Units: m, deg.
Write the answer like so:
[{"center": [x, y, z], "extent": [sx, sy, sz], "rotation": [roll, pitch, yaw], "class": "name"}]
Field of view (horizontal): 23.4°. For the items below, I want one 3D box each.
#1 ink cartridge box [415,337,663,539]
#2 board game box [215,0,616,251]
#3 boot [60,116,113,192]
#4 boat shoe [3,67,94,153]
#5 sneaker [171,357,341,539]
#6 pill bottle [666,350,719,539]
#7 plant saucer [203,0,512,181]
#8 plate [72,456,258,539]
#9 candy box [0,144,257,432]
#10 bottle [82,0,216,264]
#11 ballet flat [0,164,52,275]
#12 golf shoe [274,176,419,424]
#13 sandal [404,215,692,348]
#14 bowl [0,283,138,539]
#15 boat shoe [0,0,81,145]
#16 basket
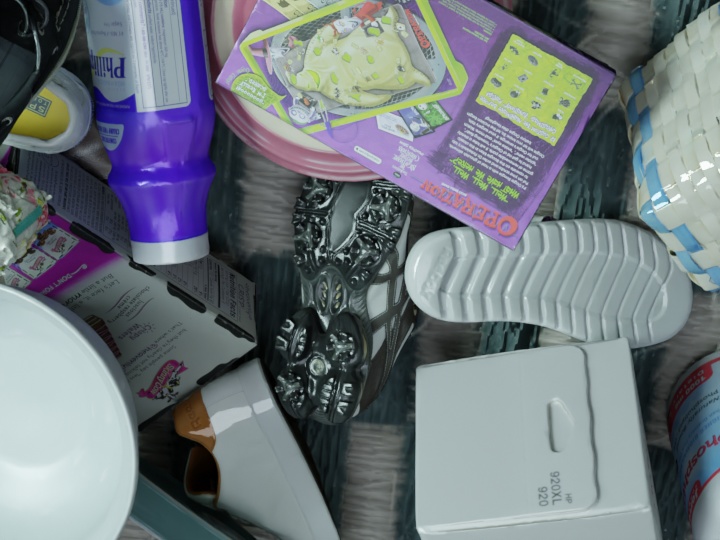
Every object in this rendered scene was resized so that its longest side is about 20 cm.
[{"center": [0.122, 0.168, 1.133], "extent": [0.144, 0.147, 0.200], "rotation": [-9, 132, 8], "class": "ink cartridge box"}, {"center": [0.031, -0.111, 0.995], "extent": [0.200, 0.032, 0.120], "rotation": [30, 103, 0], "class": "board game box"}, {"center": [-0.249, -0.087, 1.088], "extent": [0.199, 0.064, 0.187], "rotation": [-8, 130, 10], "class": "boot"}, {"center": [-0.251, -0.113, 0.978], "extent": [0.202, 0.086, 0.075], "rotation": [23, 95, -7], "class": "boat shoe"}, {"center": [-0.071, 0.145, 1.179], "extent": [0.084, 0.073, 0.200], "rotation": [-24, 128, -1], "class": "sneaker"}, {"center": [0.260, 0.140, 1.108], "extent": [0.108, 0.200, 0.109], "rotation": [1, 117, 2], "class": "pill bottle"}, {"center": [-0.010, -0.148, 1.031], "extent": [0.200, 0.051, 0.201], "rotation": [2, 105, 6], "class": "plant saucer"}, {"center": [-0.115, 0.165, 1.154], "extent": [0.200, 0.200, 0.026], "rotation": [36, 85, -15], "class": "plate"}, {"center": [-0.182, 0.015, 1.104], "extent": [0.136, 0.061, 0.200], "rotation": [-36, 126, 27], "class": "candy box"}, {"center": [-0.123, -0.105, 1.026], "extent": [0.065, 0.083, 0.201], "rotation": [-11, 104, -25], "class": "bottle"}, {"center": [-0.248, -0.050, 1.004], "extent": [0.200, 0.064, 0.076], "rotation": [28, 141, 37], "class": "ballet flat"}, {"center": [0.000, 0.000, 1.126], "extent": [0.078, 0.094, 0.201], "rotation": [18, 96, 26], "class": "golf shoe"}, {"center": [0.122, 0.000, 1.126], "extent": [0.202, 0.050, 0.083], "rotation": [9, 98, -20], "class": "sandal"}, {"center": [-0.215, 0.091, 1.045], "extent": [0.200, 0.090, 0.202], "rotation": [3, 104, 12], "class": "bowl"}, {"center": [-0.197, -0.123, 0.925], "extent": [0.074, 0.200, 0.066], "rotation": [32, 154, -9], "class": "boat shoe"}, {"center": [0.258, -0.092, 1.011], "extent": [0.200, 0.177, 0.139], "rotation": [-31, 128, 31], "class": "basket"}]
